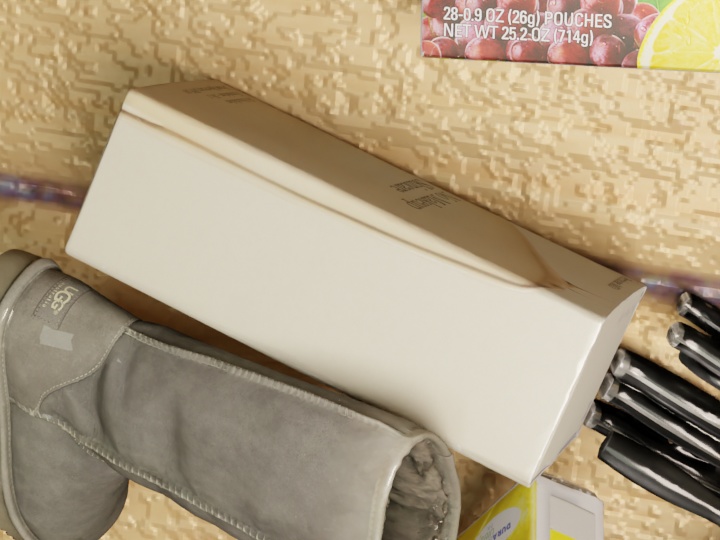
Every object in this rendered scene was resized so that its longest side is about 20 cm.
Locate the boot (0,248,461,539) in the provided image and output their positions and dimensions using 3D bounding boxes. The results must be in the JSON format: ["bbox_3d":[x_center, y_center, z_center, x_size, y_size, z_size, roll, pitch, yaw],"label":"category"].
[{"bbox_3d":[-0.055,0.084,0.918,0.200,0.073,0.182,19,147,19],"label":"boot"}]

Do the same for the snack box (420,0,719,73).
[{"bbox_3d":[0.125,-0.160,0.868,0.200,0.068,0.169,5,105,10],"label":"snack box"}]

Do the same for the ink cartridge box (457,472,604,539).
[{"bbox_3d":[0.025,0.209,0.892,0.047,0.200,0.198,25,135,-20],"label":"ink cartridge box"}]

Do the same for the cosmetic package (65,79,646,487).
[{"bbox_3d":[0.000,0.000,0.908,0.200,0.104,0.073,25,103,10],"label":"cosmetic package"}]

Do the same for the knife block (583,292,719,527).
[{"bbox_3d":[0.185,0.101,0.927,0.175,0.064,0.200,-13,102,16],"label":"knife block"}]
